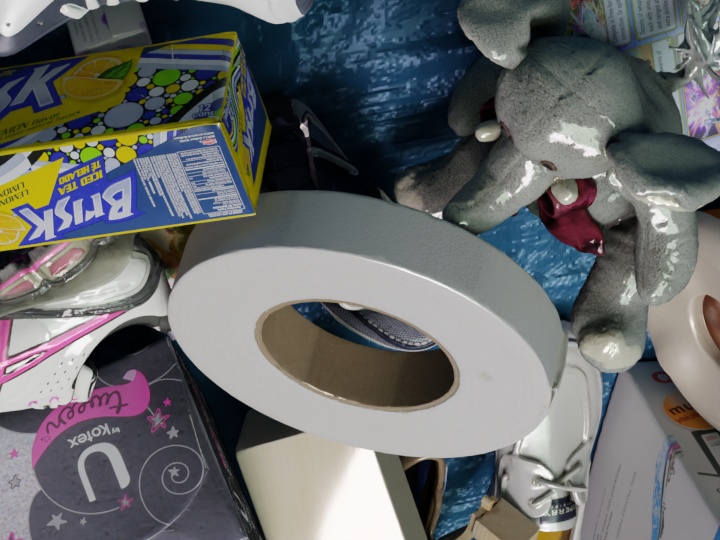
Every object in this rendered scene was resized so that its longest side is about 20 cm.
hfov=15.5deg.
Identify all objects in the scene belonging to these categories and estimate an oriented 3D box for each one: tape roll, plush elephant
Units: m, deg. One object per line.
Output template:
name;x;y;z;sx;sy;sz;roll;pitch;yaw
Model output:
tape roll;0.003;0.030;1.325;0.202;0.037;0.203;12;150;7
plush elephant;0.100;-0.060;1.297;0.200;0.165;0.155;-51;159;18

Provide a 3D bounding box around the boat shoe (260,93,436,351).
boat shoe;0.000;0.000;1.411;0.075;0.093;0.200;-37;130;10

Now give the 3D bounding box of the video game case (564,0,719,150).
video game case;0.177;-0.148;1.391;0.180;0.046;0.201;-18;131;-5

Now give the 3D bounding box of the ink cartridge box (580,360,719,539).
ink cartridge box;0.236;0.164;1.558;0.146;0.200;0.145;-1;125;-19

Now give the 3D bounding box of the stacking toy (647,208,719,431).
stacking toy;0.272;0.000;1.514;0.199;0.146;0.147;-26;134;-23

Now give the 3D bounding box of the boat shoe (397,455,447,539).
boat shoe;0.005;0.161;1.552;0.072;0.073;0.201;-2;127;-19

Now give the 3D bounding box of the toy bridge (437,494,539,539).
toy bridge;0.060;0.199;1.603;0.027;0.067;0.201;-37;153;-35

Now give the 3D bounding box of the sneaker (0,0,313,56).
sneaker;-0.130;-0.143;1.260;0.199;0.080;0.130;26;116;-34

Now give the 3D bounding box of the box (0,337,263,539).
box;-0.161;0.145;1.422;0.199;0.133;0.115;-23;155;-2

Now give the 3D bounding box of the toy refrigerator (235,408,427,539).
toy refrigerator;0.000;0.168;1.478;0.076;0.070;0.201;-17;107;10

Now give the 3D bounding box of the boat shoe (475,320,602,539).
boat shoe;0.110;0.123;1.564;0.070;0.070;0.201;-4;128;-18

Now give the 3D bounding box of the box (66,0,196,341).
box;-0.108;-0.050;1.366;0.038;0.042;0.201;-18;130;-4

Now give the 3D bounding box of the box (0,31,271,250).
box;-0.149;-0.058;1.283;0.199;0.070;0.064;-7;132;14

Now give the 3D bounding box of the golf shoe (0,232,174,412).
golf shoe;-0.185;0.047;1.368;0.200;0.073;0.092;-34;106;19
